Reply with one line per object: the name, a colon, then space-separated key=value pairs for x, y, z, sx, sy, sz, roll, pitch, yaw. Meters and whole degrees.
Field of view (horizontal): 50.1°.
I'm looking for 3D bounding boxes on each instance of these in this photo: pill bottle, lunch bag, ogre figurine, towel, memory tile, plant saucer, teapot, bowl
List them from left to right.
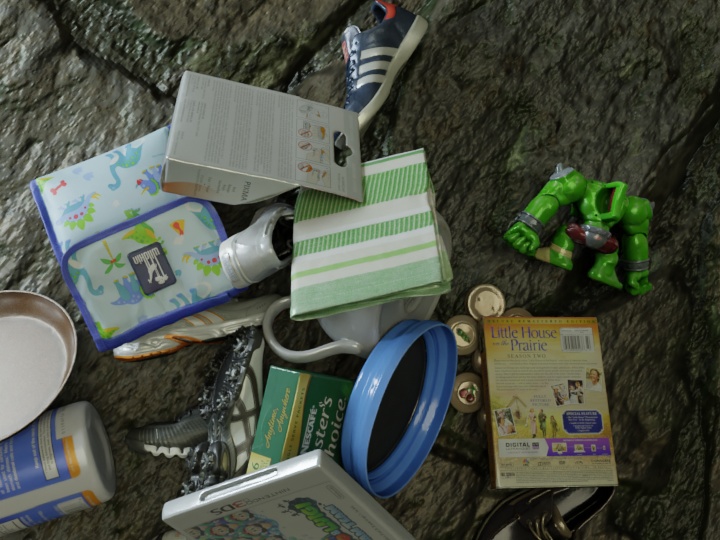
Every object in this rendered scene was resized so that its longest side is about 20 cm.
plant saucer: x=-0.396 y=0.108 z=0.817 sx=0.200 sy=0.032 sz=0.200 roll=-2 pitch=51 yaw=2
pill bottle: x=-0.373 y=0.219 z=0.813 sx=0.200 sy=0.112 sz=0.112 roll=-16 pitch=87 yaw=-9
lunch bag: x=-0.234 y=-0.031 z=0.830 sx=0.170 sy=0.127 sz=0.200 roll=-24 pitch=72 yaw=-9
teapot: x=0.000 y=0.000 z=0.870 sx=0.146 sy=0.200 sz=0.198 roll=22 pitch=105 yaw=25
towel: x=0.006 y=-0.040 z=0.766 sx=0.152 sy=0.023 sz=0.200 roll=-12 pitch=45 yaw=8
bowl: x=0.044 y=0.148 z=0.846 sx=0.039 sy=0.201 sz=0.201 roll=18 pitch=81 yaw=28
memory tile: x=0.181 y=0.127 z=0.953 sx=0.200 sy=0.017 sz=0.153 roll=40 pitch=80 yaw=-3
ogre figurine: x=0.285 y=-0.051 z=0.946 sx=0.200 sy=0.098 sz=0.120 roll=21 pitch=94 yaw=5

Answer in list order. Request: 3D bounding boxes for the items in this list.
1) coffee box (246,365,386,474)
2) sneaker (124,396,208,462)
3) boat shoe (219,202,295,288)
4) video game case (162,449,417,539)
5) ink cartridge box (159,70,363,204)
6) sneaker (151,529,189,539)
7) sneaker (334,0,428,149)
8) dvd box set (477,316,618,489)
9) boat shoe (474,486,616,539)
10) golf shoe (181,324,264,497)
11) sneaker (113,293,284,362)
coffee box: x=-0.034 y=0.175 z=0.837 sx=0.044 sy=0.200 sz=0.123 roll=9 pitch=81 yaw=35
sneaker: x=-0.163 y=0.167 z=0.876 sx=0.200 sy=0.066 sz=0.091 roll=0 pitch=82 yaw=-12
boat shoe: x=-0.087 y=-0.038 z=0.836 sx=0.068 sy=0.200 sz=0.072 roll=-17 pitch=96 yaw=17
video game case: x=-0.064 y=0.262 z=0.771 sx=0.182 sy=0.024 sz=0.200 roll=-23 pitch=129 yaw=19
ink cartridge box: x=-0.101 y=-0.131 z=0.820 sx=0.200 sy=0.050 sz=0.162 roll=13 pitch=44 yaw=-16
sneaker: x=-0.196 y=0.384 z=0.855 sx=0.080 sy=0.074 sz=0.200 roll=-6 pitch=81 yaw=5
sneaker: x=0.001 y=-0.241 z=0.933 sx=0.084 sy=0.075 sz=0.200 roll=31 pitch=71 yaw=-6
dvd box set: x=0.218 y=0.154 z=0.908 sx=0.146 sy=0.029 sz=0.200 roll=0 pitch=72 yaw=-8
boat shoe: x=0.219 y=0.293 z=0.915 sx=0.200 sy=0.073 sz=0.075 roll=-38 pitch=91 yaw=-10
golf shoe: x=-0.123 y=0.160 z=0.824 sx=0.094 sy=0.078 sz=0.200 roll=19 pitch=78 yaw=-34
sneaker: x=-0.187 y=0.041 z=0.879 sx=0.200 sy=0.076 sz=0.092 roll=-12 pitch=82 yaw=-11
